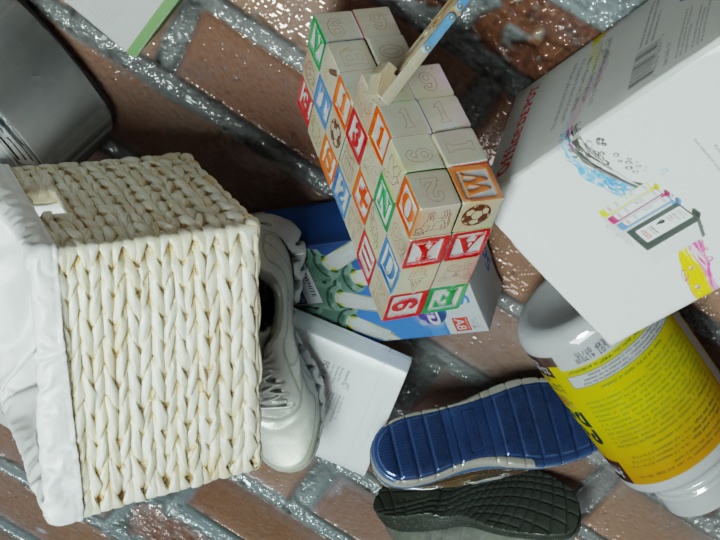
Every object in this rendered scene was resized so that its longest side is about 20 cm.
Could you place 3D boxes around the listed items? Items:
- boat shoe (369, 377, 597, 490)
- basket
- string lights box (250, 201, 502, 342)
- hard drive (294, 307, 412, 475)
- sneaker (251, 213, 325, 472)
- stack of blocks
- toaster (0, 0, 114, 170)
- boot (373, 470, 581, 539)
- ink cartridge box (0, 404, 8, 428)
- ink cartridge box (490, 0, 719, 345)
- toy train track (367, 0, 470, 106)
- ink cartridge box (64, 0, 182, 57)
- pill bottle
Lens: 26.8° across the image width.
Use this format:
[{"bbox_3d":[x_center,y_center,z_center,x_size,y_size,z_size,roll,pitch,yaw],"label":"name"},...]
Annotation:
[{"bbox_3d":[0.102,0.134,1.217,0.197,0.073,0.072,-7,162,-7],"label":"boat shoe"},{"bbox_3d":[-0.168,0.038,1.052,0.159,0.198,0.202,-7,112,-21],"label":"basket"},{"bbox_3d":[0.000,0.000,1.176,0.198,0.059,0.103,-7,126,26],"label":"string lights box"},{"bbox_3d":[-0.069,0.080,1.212,0.198,0.027,0.133,22,133,2],"label":"hard drive"},{"bbox_3d":[-0.072,0.063,1.128,0.074,0.081,0.202,-5,108,9],"label":"sneaker"},{"bbox_3d":[0.020,-0.084,1.008,0.058,0.201,0.116,-8,145,-20],"label":"stack of blocks"},{"bbox_3d":[-0.289,-0.130,1.143,0.113,0.130,0.200,-26,114,33],"label":"toaster"},{"bbox_3d":[0.115,0.240,1.323,0.198,0.068,0.131,-2,130,31],"label":"boot"},{"bbox_3d":[-0.267,0.052,1.303,0.145,0.085,0.200,33,130,-5],"label":"ink cartridge box"},{"bbox_3d":[0.204,-0.080,0.980,0.145,0.148,0.199,45,128,-16],"label":"ink cartridge box"},{"bbox_3d":[0.064,-0.190,0.941,0.032,0.201,0.115,38,174,-15],"label":"toy train track"},{"bbox_3d":[-0.196,-0.264,1.058,0.199,0.048,0.145,39,129,-10],"label":"ink cartridge box"},{"bbox_3d":[0.211,0.088,1.131,0.109,0.110,0.201,-24,114,34],"label":"pill bottle"}]
